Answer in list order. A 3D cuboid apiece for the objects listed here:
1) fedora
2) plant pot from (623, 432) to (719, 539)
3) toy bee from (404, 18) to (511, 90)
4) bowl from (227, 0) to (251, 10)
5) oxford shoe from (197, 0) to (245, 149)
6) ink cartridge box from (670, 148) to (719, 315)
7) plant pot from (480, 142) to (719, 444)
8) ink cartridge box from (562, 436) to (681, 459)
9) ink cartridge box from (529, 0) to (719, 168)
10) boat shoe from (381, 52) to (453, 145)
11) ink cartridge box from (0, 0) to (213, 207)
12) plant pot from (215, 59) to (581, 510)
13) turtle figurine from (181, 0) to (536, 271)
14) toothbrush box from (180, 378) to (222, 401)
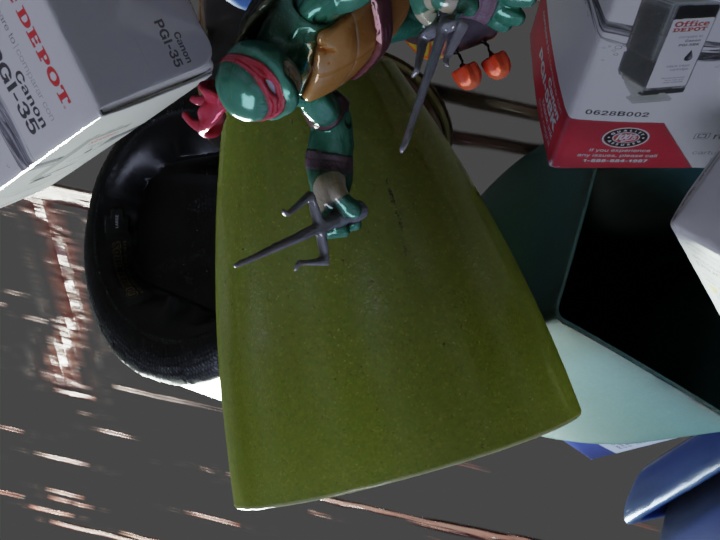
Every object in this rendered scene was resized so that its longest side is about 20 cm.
[{"bbox_3d":[-0.075,-0.019,1.255,0.200,0.203,0.091,-14,160,42],"label":"fedora"},{"bbox_3d":[0.293,0.174,1.332,0.198,0.181,0.200,-11,162,-26],"label":"plant pot"},{"bbox_3d":[0.046,-0.149,1.015,0.130,0.109,0.200,-32,157,-5],"label":"toy bee"},{"bbox_3d":[-0.094,-0.198,0.928,0.039,0.201,0.201,-38,131,9],"label":"bowl"},{"bbox_3d":[-0.058,-0.156,1.106,0.071,0.072,0.201,-3,140,-20],"label":"oxford shoe"},{"bbox_3d":[0.247,0.018,1.012,0.147,0.086,0.200,33,171,32],"label":"ink cartridge box"},{"bbox_3d":[0.125,0.020,1.240,0.141,0.142,0.200,29,152,-22],"label":"plant pot"},{"bbox_3d":[0.167,0.074,1.413,0.119,0.042,0.199,34,148,-28],"label":"ink cartridge box"},{"bbox_3d":[0.169,-0.131,0.970,0.145,0.084,0.200,-1,152,-7],"label":"ink cartridge box"},{"bbox_3d":[0.015,-0.053,1.238,0.071,0.068,0.201,8,150,15],"label":"boat shoe"},{"bbox_3d":[-0.185,-0.127,1.132,0.199,0.082,0.147,-26,90,51],"label":"ink cartridge box"},{"bbox_3d":[0.000,0.000,1.090,0.185,0.202,0.187,-15,180,0],"label":"plant pot"},{"bbox_3d":[0.004,-0.097,0.877,0.101,0.200,0.150,42,144,5],"label":"turtle figurine"},{"bbox_3d":[-0.038,0.036,1.404,0.198,0.086,0.147,22,151,-7],"label":"toothbrush box"}]
